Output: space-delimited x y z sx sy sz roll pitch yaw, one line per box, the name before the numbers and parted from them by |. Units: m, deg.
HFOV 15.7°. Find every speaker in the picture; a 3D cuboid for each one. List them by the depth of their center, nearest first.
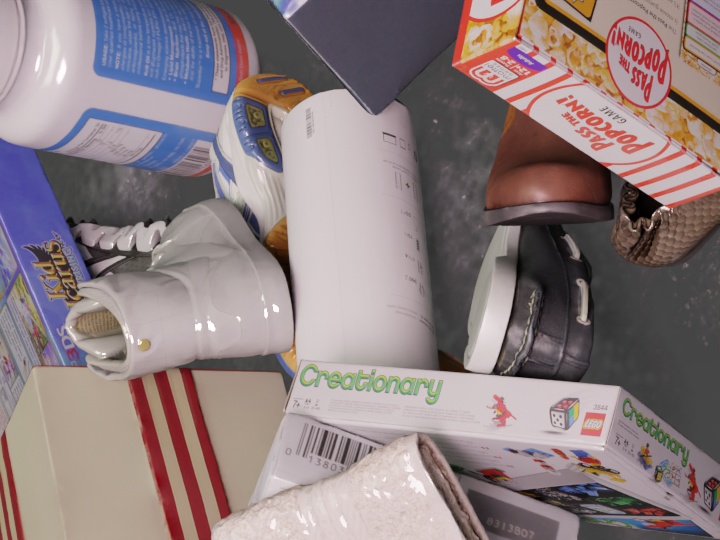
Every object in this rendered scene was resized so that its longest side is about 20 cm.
speaker | 0.000 0.000 1.455 0.081 0.081 0.201 -38 45 39

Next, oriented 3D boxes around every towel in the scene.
towel | 0.022 0.188 1.275 0.132 0.034 0.201 -25 100 25

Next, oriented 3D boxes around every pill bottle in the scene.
pill bottle | -0.170 -0.127 1.616 0.112 0.199 0.113 -13 72 47

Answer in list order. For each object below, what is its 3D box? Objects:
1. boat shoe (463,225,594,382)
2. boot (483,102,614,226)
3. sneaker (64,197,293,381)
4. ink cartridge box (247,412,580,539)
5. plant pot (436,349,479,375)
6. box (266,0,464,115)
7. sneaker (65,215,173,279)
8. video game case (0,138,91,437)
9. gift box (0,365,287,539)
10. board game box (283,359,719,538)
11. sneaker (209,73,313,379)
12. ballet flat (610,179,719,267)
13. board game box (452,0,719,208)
boat shoe | 0.091 0.015 1.343 0.200 0.060 0.076 -72 0 -68
boot | 0.096 -0.129 1.306 0.068 0.188 0.202 -1 103 17
sneaker | -0.118 0.009 1.498 0.200 0.115 0.074 -146 47 -70
ink cartridge box | 0.009 0.174 1.364 0.201 0.161 0.057 112 176 -50
plant pot | 0.031 0.143 1.460 0.199 0.027 0.202 -13 73 47
box | -0.009 -0.214 1.479 0.148 0.107 0.200 -43 49 3
sneaker | -0.159 0.014 1.679 0.199 0.066 0.091 -1 80 47
video game case | -0.218 0.037 1.688 0.201 0.045 0.181 65 152 17
gift box | -0.122 0.167 1.478 0.201 0.183 0.188 114 148 -48
board game box | 0.075 0.089 1.312 0.199 0.126 0.035 3 68 39
sneaker | -0.043 -0.014 1.560 0.088 0.075 0.201 129 136 -53
ballet flat | 0.189 -0.075 1.301 0.200 0.046 0.068 -49 50 32
board game box | 0.128 -0.154 1.266 0.046 0.151 0.201 -20 49 46
